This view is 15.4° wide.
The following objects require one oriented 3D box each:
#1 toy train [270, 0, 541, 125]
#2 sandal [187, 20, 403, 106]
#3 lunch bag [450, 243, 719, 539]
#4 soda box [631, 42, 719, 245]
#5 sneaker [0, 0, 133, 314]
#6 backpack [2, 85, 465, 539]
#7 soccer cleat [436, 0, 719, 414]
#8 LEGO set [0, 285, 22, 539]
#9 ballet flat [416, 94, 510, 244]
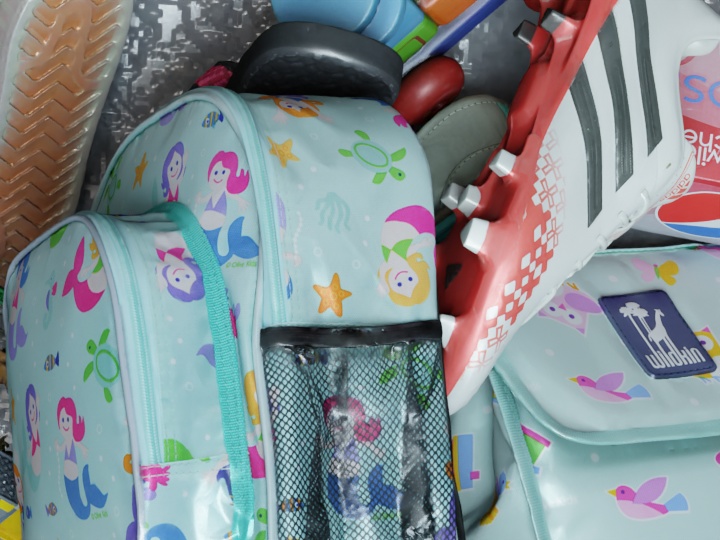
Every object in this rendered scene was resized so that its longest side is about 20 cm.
[{"bbox_3d":[0.053,-0.147,1.035,0.200,0.116,0.085,-40,80,8],"label":"toy train"},{"bbox_3d":[-0.034,-0.060,1.046,0.075,0.200,0.045,15,65,-18],"label":"sandal"},{"bbox_3d":[0.111,0.086,1.064,0.170,0.122,0.200,-6,82,-29],"label":"lunch bag"},{"bbox_3d":[0.176,-0.048,1.084,0.200,0.063,0.070,10,69,-4],"label":"soda box"},{"bbox_3d":[-0.156,-0.063,1.090,0.071,0.080,0.200,1,126,-41],"label":"sneaker"},{"bbox_3d":[-0.045,0.035,0.946,0.150,0.177,0.200,6,77,-24],"label":"backpack"},{"bbox_3d":[0.080,-0.030,0.999,0.085,0.069,0.200,28,72,-17],"label":"soccer cleat"},{"bbox_3d":[-0.156,0.089,1.055,0.200,0.154,0.116,29,127,-35],"label":"LEGO set"},{"bbox_3d":[0.000,0.000,1.104,0.067,0.064,0.200,18,132,-43],"label":"ballet flat"}]
